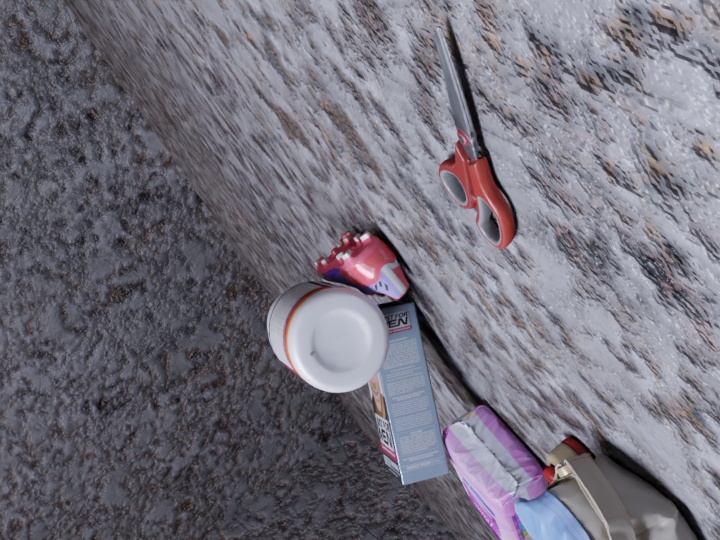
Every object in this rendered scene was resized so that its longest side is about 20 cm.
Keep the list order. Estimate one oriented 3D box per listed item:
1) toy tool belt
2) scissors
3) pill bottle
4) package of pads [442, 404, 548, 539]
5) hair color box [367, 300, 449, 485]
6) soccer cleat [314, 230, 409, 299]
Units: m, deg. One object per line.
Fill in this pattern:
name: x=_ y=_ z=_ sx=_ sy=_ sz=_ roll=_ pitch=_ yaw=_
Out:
toy tool belt: x=0.180 y=0.217 z=0.846 sx=0.125 sy=0.123 sz=0.200 roll=55 pitch=171 yaw=-20
scissors: x=0.072 y=-0.072 z=0.626 sx=0.073 sy=0.014 sz=0.200 roll=52 pitch=171 yaw=20
pill bottle: x=-0.044 y=0.068 z=1.141 sx=0.110 sy=0.109 sz=0.200 roll=54 pitch=170 yaw=-10
package of pads: x=0.169 y=0.254 z=1.220 sx=0.121 sy=0.075 sz=0.200 roll=51 pitch=172 yaw=35
hair color box: x=0.046 y=0.140 z=1.204 sx=0.099 sy=0.060 sz=0.202 roll=175 pitch=83 yaw=-80
soccer cleat: x=0.000 y=0.000 z=1.141 sx=0.077 sy=0.067 sz=0.200 roll=49 pitch=170 yaw=-7
